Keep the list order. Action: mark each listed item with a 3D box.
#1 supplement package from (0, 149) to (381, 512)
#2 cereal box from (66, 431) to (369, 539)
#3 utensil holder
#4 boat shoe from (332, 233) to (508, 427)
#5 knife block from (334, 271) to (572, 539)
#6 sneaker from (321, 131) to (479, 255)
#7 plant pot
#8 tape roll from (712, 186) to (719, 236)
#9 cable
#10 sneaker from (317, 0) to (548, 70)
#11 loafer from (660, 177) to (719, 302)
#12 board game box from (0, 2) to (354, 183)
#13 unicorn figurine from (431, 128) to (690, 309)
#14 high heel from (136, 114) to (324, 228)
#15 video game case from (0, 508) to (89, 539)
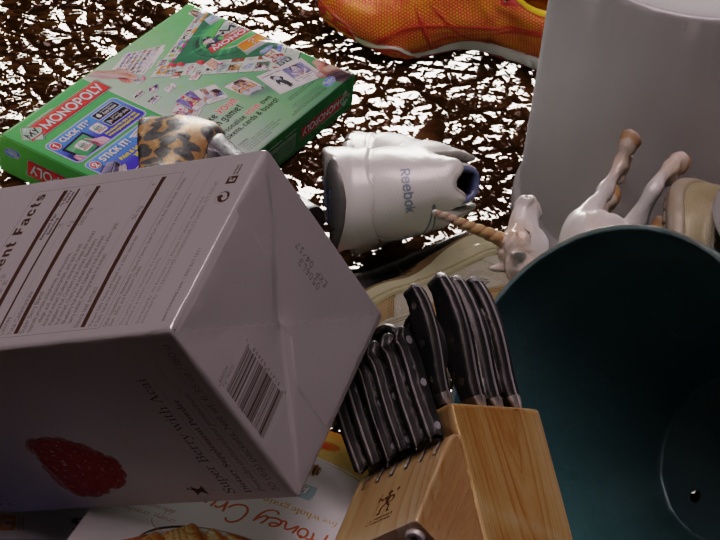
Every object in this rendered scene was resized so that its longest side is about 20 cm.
[{"bbox_3d":[-0.116,0.034,1.298,0.200,0.121,0.120,-7,43,36],"label":"supplement package"},{"bbox_3d":[-0.066,0.145,1.314,0.144,0.040,0.200,17,38,14],"label":"cereal box"},{"bbox_3d":[0.186,-0.109,1.617,0.170,0.200,0.170,4,39,-3],"label":"utensil holder"},{"bbox_3d":[0.025,0.046,1.499,0.066,0.074,0.200,43,54,19],"label":"boat shoe"},{"bbox_3d":[0.060,0.107,1.331,0.200,0.064,0.176,47,41,-18],"label":"knife block"},{"bbox_3d":[0.028,-0.045,1.568,0.087,0.075,0.200,-5,7,6],"label":"sneaker"},{"bbox_3d":[0.164,0.089,1.396,0.135,0.200,0.200,20,19,-49],"label":"plant pot"},{"bbox_3d":[0.284,-0.012,1.414,0.203,0.037,0.203,16,28,-9],"label":"tape roll"},{"bbox_3d":[0.000,0.000,1.545,0.200,0.097,0.050,-29,86,-32],"label":"cable"},{"bbox_3d":[0.071,-0.182,1.795,0.200,0.077,0.073,3,40,-1],"label":"sneaker"},{"bbox_3d":[0.222,-0.013,1.501,0.068,0.076,0.200,2,1,27],"label":"loafer"},{"bbox_3d":[-0.113,-0.095,1.696,0.134,0.029,0.200,25,42,24],"label":"board game box"},{"bbox_3d":[0.127,-0.011,1.494,0.074,0.200,0.137,19,61,30],"label":"unicorn figurine"},{"bbox_3d":[-0.138,-0.025,1.506,0.200,0.071,0.143,-24,44,-35],"label":"high heel"},{"bbox_3d":[-0.105,0.198,1.311,0.181,0.045,0.200,2,38,-4],"label":"video game case"}]
